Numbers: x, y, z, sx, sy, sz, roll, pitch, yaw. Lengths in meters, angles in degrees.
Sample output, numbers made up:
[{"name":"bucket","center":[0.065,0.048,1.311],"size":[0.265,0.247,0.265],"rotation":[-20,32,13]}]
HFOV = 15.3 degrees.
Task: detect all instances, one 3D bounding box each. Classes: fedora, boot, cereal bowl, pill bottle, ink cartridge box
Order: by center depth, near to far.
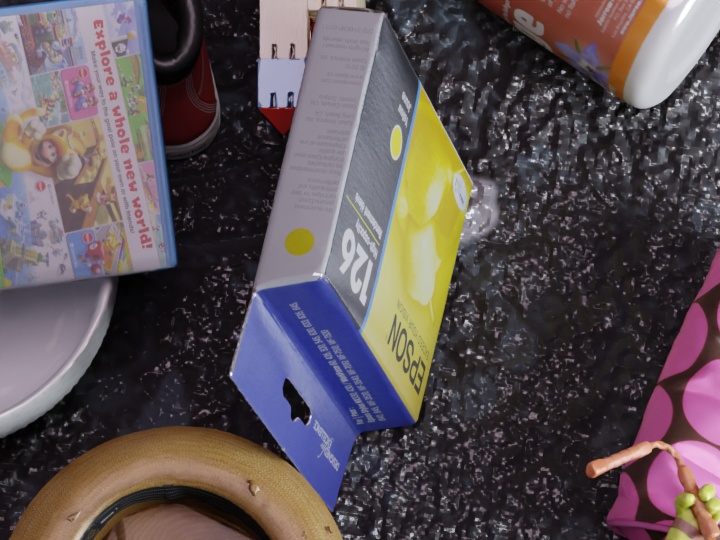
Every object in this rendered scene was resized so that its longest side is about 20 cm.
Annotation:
[{"name":"fedora","center":[-0.092,0.183,1.364],"size":[0.199,0.082,0.202],"rotation":[0,73,1]},{"name":"ink cartridge box","center":[0.000,0.000,1.374],"size":[0.047,0.198,0.201],"rotation":[4,68,17]},{"name":"cereal bowl","center":[-0.225,0.006,1.436],"size":[0.198,0.083,0.202],"rotation":[0,69,1]},{"name":"boot","center":[-0.127,-0.177,1.473],"size":[0.072,0.144,0.201],"rotation":[-19,69,-6]},{"name":"pill bottle","center":[0.108,-0.187,1.491],"size":[0.199,0.112,0.112],"rotation":[36,73,14]}]

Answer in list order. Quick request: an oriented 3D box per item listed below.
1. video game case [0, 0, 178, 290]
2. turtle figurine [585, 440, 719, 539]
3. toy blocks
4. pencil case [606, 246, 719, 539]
[{"name":"video game case","center":[-0.200,-0.060,1.382],"size":[0.198,0.018,0.144],"rotation":[-7,90,-2]},{"name":"turtle figurine","center":[0.135,0.194,1.303],"size":[0.161,0.064,0.200],"rotation":[38,62,7]},{"name":"toy blocks","center":[-0.025,-0.130,1.443],"size":[0.099,0.200,0.138],"rotation":[0,83,2]},{"name":"pencil case","center":[0.206,0.066,1.406],"size":[0.093,0.091,0.201],"rotation":[6,66,41]}]
